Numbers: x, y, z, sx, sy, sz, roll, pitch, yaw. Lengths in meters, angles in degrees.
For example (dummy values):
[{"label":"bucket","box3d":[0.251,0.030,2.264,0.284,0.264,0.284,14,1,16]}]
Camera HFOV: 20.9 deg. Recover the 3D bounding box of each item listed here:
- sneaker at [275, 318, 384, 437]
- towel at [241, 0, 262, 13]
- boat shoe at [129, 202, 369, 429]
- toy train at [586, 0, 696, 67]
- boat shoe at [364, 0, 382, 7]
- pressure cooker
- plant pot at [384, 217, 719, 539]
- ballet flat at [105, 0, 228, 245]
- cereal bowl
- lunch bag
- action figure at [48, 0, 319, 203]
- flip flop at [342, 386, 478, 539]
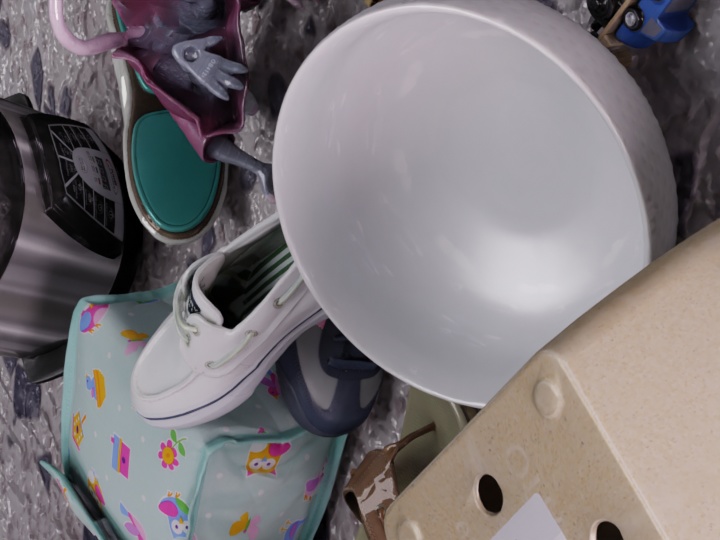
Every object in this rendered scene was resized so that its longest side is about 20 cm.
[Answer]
[{"label":"sneaker","box3d":[0.000,0.000,1.066,0.082,0.070,0.202,20,109,57]},{"label":"towel","box3d":[-0.085,-0.281,1.176,0.200,0.085,0.167,-52,49,44]},{"label":"boat shoe","box3d":[-0.068,0.015,1.038,0.200,0.067,0.074,-39,51,28]},{"label":"toy train","box3d":[0.106,-0.085,0.933,0.046,0.034,0.200,57,137,24]},{"label":"boat shoe","box3d":[0.012,-0.179,1.039,0.076,0.073,0.201,-46,54,47]},{"label":"pressure cooker","box3d":[-0.249,-0.031,1.345,0.178,0.200,0.177,28,95,30]},{"label":"plant pot","box3d":[0.131,0.101,0.742,0.201,0.176,0.200,60,139,20]},{"label":"ballet flat","box3d":[-0.128,-0.095,1.277,0.069,0.069,0.201,-46,50,47]},{"label":"cereal bowl","box3d":[0.061,-0.041,0.911,0.199,0.083,0.202,17,124,26]},{"label":"lunch bag","box3d":[-0.110,0.133,1.193,0.170,0.121,0.201,45,131,40]},{"label":"action figure","box3d":[-0.103,-0.117,1.152,0.200,0.147,0.135,109,168,-86]},{"label":"flip flop","box3d":[0.016,0.136,1.056,0.081,0.057,0.201,56,135,40]}]
